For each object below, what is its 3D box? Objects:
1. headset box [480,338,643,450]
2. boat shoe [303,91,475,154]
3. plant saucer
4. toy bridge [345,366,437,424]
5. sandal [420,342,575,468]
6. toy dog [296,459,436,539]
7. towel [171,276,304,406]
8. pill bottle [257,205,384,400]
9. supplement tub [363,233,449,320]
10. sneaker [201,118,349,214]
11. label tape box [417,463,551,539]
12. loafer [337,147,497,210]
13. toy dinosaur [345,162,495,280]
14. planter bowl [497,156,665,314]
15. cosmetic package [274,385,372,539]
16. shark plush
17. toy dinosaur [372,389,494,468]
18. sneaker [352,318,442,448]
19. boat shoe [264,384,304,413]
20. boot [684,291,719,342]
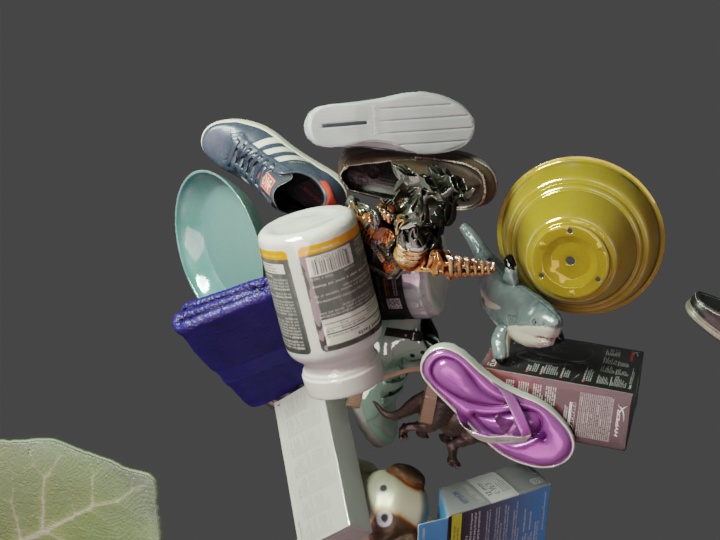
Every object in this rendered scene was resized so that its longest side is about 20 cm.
[{"bbox_3d":[0.228,0.136,1.606,0.199,0.149,0.078,8,107,14],"label":"headset box"},{"bbox_3d":[0.033,-0.177,1.585,0.198,0.071,0.073,2,101,-5],"label":"boat shoe"},{"bbox_3d":[-0.165,-0.030,1.686,0.200,0.036,0.201,25,123,46],"label":"plant saucer"},{"bbox_3d":[0.086,0.154,1.653,0.199,0.027,0.068,12,82,-1],"label":"toy bridge"},{"bbox_3d":[0.148,0.163,1.530,0.202,0.050,0.083,34,113,4],"label":"sandal"},{"bbox_3d":[0.018,0.315,1.719,0.193,0.140,0.200,21,160,-11],"label":"toy dog"},{"bbox_3d":[-0.121,0.084,1.646,0.147,0.050,0.200,-22,139,14],"label":"towel"},{"bbox_3d":[-0.040,0.036,1.532,0.116,0.116,0.201,-7,108,20],"label":"pill bottle"},{"bbox_3d":[0.000,0.000,1.639,0.199,0.123,0.123,-3,112,18],"label":"supplement tub"},{"bbox_3d":[-0.112,-0.119,1.645,0.199,0.085,0.075,25,118,7],"label":"sneaker"},{"bbox_3d":[0.139,0.338,1.706,0.199,0.066,0.144,-11,118,-26],"label":"label tape box"},{"bbox_3d":[0.062,-0.102,1.603,0.199,0.071,0.074,5,114,16],"label":"loafer"},{"bbox_3d":[0.067,-0.046,1.526,0.199,0.102,0.137,21,106,11],"label":"toy dinosaur"},{"bbox_3d":[0.249,-0.024,1.570,0.199,0.084,0.202,7,115,15],"label":"planter bowl"},{"bbox_3d":[-0.047,0.239,1.654,0.082,0.201,0.051,-29,145,26],"label":"cosmetic package"},{"bbox_3d":[0.181,0.015,1.580,0.090,0.201,0.084,-9,139,-10],"label":"shark plush"},{"bbox_3d":[0.110,0.183,1.704,0.199,0.077,0.103,29,115,-11],"label":"toy dinosaur"},{"bbox_3d":[0.052,0.135,1.704,0.117,0.074,0.202,1,110,24],"label":"sneaker"},{"bbox_3d":[-0.104,0.141,1.770,0.202,0.065,0.075,41,109,1],"label":"boat shoe"},{"bbox_3d":[0.487,0.029,1.524,0.203,0.074,0.154,24,116,0],"label":"boot"}]
